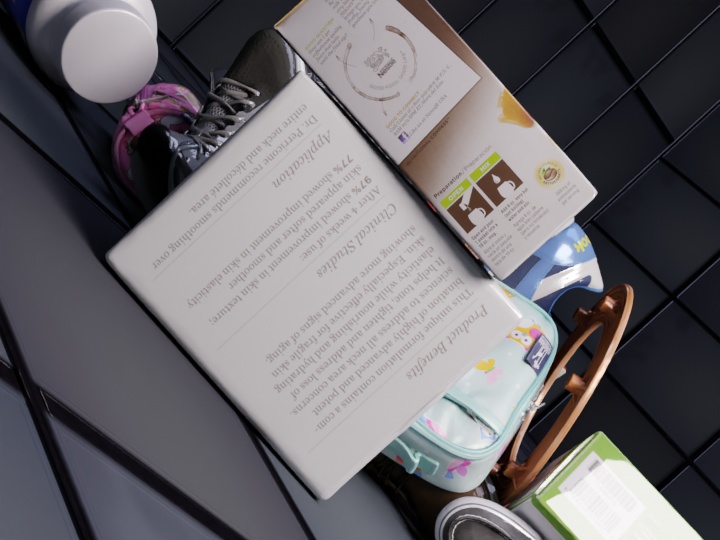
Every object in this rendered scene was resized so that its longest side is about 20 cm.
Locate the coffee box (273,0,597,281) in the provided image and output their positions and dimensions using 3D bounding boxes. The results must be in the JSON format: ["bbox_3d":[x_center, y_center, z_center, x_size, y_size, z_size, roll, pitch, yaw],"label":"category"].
[{"bbox_3d":[0.048,-0.094,0.900,0.200,0.080,0.114,48,5,3],"label":"coffee box"}]

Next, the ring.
[{"bbox_3d":[0.148,0.093,1.138,0.019,0.201,0.200,31,4,-2],"label":"ring"}]

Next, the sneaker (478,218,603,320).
[{"bbox_3d":[0.110,0.033,1.206,0.082,0.199,0.074,53,8,-7],"label":"sneaker"}]

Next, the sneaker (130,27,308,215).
[{"bbox_3d":[-0.109,-0.104,1.096,0.075,0.201,0.115,7,-14,36],"label":"sneaker"}]

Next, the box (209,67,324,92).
[{"bbox_3d":[-0.029,-0.107,1.283,0.148,0.198,0.108,116,-30,-77],"label":"box"}]

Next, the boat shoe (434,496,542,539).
[{"bbox_3d":[0.123,0.246,1.030,0.201,0.070,0.066,56,2,0],"label":"boat shoe"}]

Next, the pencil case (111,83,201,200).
[{"bbox_3d":[-0.165,-0.108,1.238,0.082,0.087,0.200,16,9,-9],"label":"pencil case"}]

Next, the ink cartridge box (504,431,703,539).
[{"bbox_3d":[0.171,0.222,1.125,0.148,0.076,0.200,47,-24,5],"label":"ink cartridge box"}]

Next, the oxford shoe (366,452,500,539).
[{"bbox_3d":[0.041,0.154,1.119,0.084,0.073,0.201,4,43,-41],"label":"oxford shoe"}]

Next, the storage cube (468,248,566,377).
[{"bbox_3d":[0.063,0.072,1.339,0.180,0.171,0.200,50,3,12],"label":"storage cube"}]

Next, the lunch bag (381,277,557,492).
[{"bbox_3d":[0.042,0.062,1.094,0.199,0.161,0.077,32,-39,9],"label":"lunch bag"}]

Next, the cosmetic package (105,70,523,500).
[{"bbox_3d":[-0.026,0.005,0.941,0.200,0.167,0.166,49,3,-2],"label":"cosmetic package"}]

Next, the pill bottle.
[{"bbox_3d":[-0.239,-0.220,1.270,0.112,0.112,0.200,46,3,-36],"label":"pill bottle"}]
